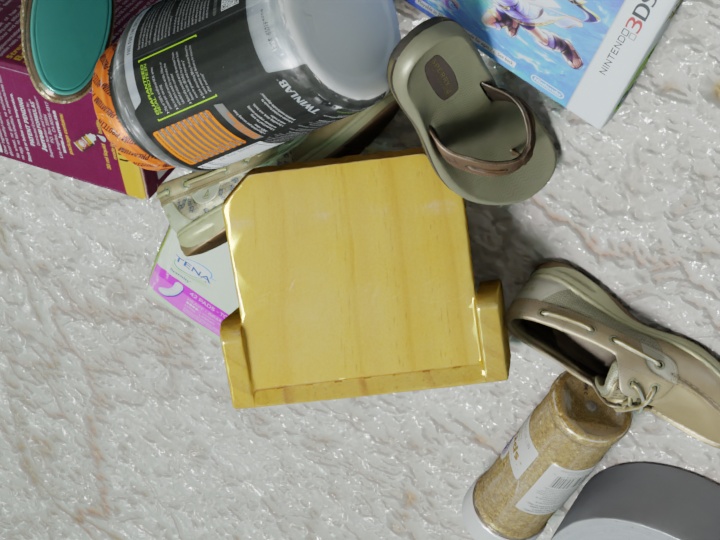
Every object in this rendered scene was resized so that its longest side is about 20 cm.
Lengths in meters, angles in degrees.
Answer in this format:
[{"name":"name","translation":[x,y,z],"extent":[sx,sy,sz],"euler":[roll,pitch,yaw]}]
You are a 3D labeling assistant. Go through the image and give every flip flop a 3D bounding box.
[{"name":"flip flop","translation":[0.082,-0.097,1.563],"extent":[0.058,0.081,0.200],"euler":[38,172,36]}]

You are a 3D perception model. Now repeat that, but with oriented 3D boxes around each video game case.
[{"name":"video game case","translation":[0.111,-0.207,1.499],"extent":[0.200,0.045,0.181],"euler":[34,142,6]}]

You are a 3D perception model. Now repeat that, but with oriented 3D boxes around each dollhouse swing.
[{"name":"dollhouse swing","translation":[0.000,0.000,1.721],"extent":[0.200,0.182,0.176],"euler":[-7,95,6]}]

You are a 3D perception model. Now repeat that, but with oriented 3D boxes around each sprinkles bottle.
[{"name":"sprinkles bottle","translation":[0.143,0.150,1.829],"extent":[0.068,0.068,0.200],"euler":[36,143,3]}]

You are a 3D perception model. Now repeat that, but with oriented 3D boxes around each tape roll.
[{"name":"tape roll","translation":[0.246,0.246,1.846],"extent":[0.200,0.066,0.200],"euler":[23,140,21]}]

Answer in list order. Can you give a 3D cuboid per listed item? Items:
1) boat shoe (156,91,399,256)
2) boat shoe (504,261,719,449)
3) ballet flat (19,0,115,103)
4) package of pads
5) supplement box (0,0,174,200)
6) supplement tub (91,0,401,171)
[{"name":"boat shoe","translation":[-0.062,-0.084,1.706],"extent":[0.200,0.073,0.063],"euler":[-33,84,16]},{"name":"boat shoe","translation":[0.196,0.074,1.707],"extent":[0.200,0.065,0.072],"euler":[36,143,4]},{"name":"ballet flat","translation":[-0.213,-0.212,1.680],"extent":[0.070,0.200,0.065],"euler":[8,168,-23]},{"name":"package of pads","translation":[-0.076,-0.014,1.839],"extent":[0.154,0.068,0.200],"euler":[35,141,4]},{"name":"supplement box","translation":[-0.214,-0.149,1.761],"extent":[0.200,0.131,0.103],"euler":[18,139,27]},{"name":"supplement tub","translation":[-0.080,-0.139,1.573],"extent":[0.200,0.123,0.123],"euler":[-18,117,40]}]
